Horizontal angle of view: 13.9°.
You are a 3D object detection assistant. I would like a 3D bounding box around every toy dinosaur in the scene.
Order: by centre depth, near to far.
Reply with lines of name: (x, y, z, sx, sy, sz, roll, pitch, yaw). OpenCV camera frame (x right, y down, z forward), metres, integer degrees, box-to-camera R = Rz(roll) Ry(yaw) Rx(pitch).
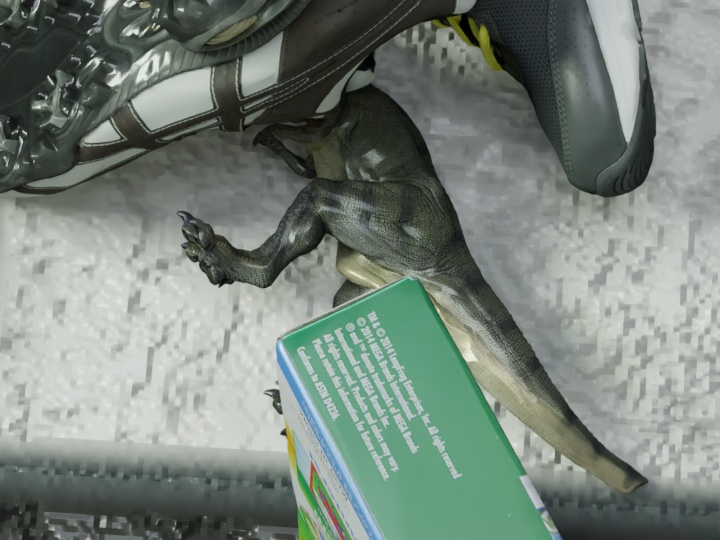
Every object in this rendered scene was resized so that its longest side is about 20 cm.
toy dinosaur: (0.000, 0.000, 0.905, 0.088, 0.047, 0.201, -29, 76, -16)

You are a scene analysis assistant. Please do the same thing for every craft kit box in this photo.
craft kit box: (0.041, 0.124, 0.780, 0.048, 0.198, 0.201, -25, 73, -11)

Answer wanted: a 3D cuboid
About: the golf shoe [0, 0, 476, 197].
golf shoe: (-0.046, -0.062, 0.877, 0.094, 0.200, 0.078, 20, 61, -34)

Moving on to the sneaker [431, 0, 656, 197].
sneaker: (0.031, -0.101, 0.931, 0.084, 0.075, 0.201, -22, 63, -1)
